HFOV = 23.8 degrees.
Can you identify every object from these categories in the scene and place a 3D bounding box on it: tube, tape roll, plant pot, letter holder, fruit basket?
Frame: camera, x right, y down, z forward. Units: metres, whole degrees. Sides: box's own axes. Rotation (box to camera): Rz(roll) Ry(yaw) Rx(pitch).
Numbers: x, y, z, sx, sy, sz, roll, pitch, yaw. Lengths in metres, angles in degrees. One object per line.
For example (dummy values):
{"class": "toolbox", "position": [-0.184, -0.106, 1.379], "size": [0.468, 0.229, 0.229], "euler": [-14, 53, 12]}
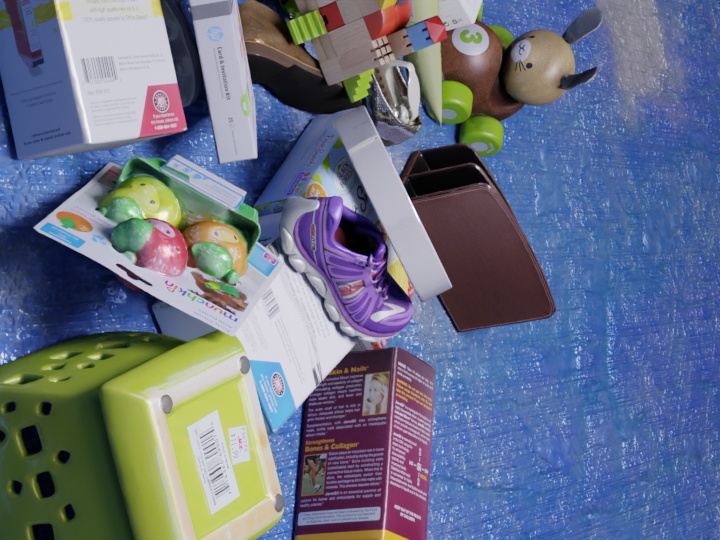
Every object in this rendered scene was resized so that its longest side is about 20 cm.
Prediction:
{"class": "tube", "position": [0.067, -0.259, 1.926], "size": [0.201, 0.051, 0.058], "euler": [82, 21, -45]}
{"class": "tape roll", "position": [0.031, -0.066, 1.683], "size": [0.204, 0.037, 0.203], "euler": [64, 3, -6]}
{"class": "plant pot", "position": [-0.183, 0.157, 1.369], "size": [0.199, 0.180, 0.202], "euler": [-24, 103, -58]}
{"class": "letter holder", "position": [0.146, -0.042, 1.979], "size": [0.201, 0.141, 0.101], "euler": [59, 38, -30]}
{"class": "fruit basket", "position": [-0.161, -0.027, 1.445], "size": [0.094, 0.184, 0.200], "euler": [-62, 179, 16]}

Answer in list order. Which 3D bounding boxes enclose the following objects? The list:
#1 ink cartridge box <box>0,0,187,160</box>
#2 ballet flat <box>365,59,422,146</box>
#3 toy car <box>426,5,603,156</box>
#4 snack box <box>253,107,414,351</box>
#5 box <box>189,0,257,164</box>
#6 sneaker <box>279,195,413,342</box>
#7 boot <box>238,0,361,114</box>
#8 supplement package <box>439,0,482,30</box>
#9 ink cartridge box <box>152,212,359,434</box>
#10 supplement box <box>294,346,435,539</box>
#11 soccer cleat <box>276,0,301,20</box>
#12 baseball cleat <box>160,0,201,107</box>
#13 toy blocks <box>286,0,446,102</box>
{"class": "ink cartridge box", "position": [-0.239, -0.205, 1.464], "size": [0.145, 0.083, 0.202], "euler": [-16, 95, -58]}
{"class": "ballet flat", "position": [0.024, -0.238, 1.907], "size": [0.072, 0.072, 0.202], "euler": [-44, 119, -53]}
{"class": "toy car", "position": [0.197, -0.252, 2.060], "size": [0.158, 0.199, 0.165], "euler": [39, 50, -47]}
{"class": "snack box", "position": [-0.013, -0.040, 1.796], "size": [0.201, 0.067, 0.169], "euler": [60, 37, -26]}
{"class": "box", "position": [-0.130, -0.220, 1.578], "size": [0.156, 0.041, 0.201], "euler": [-99, -178, -64]}
{"class": "sneaker", "position": [0.000, 0.000, 1.634], "size": [0.200, 0.083, 0.081], "euler": [47, 44, -44]}
{"class": "boot", "position": [-0.066, -0.218, 1.762], "size": [0.200, 0.073, 0.076], "euler": [25, 54, -50]}
{"class": "supplement package", "position": [0.049, -0.378, 1.934], "size": [0.200, 0.119, 0.122], "euler": [55, 41, -35]}
{"class": "ink cartridge box", "position": [-0.092, 0.047, 1.630], "size": [0.200, 0.085, 0.147], "euler": [-46, 120, -54]}
{"class": "supplement box", "position": [0.006, 0.187, 1.726], "size": [0.086, 0.110, 0.202], "euler": [32, 56, -51]}
{"class": "soccer cleat", "position": [-0.077, -0.324, 1.773], "size": [0.200, 0.067, 0.082], "euler": [40, 49, -43]}
{"class": "baseball cleat", "position": [-0.181, -0.256, 1.584], "size": [0.106, 0.069, 0.201], "euler": [-44, 120, -52]}
{"class": "toy blocks", "position": [0.003, -0.279, 1.696], "size": [0.100, 0.136, 0.201], "euler": [-31, 101, -48]}
